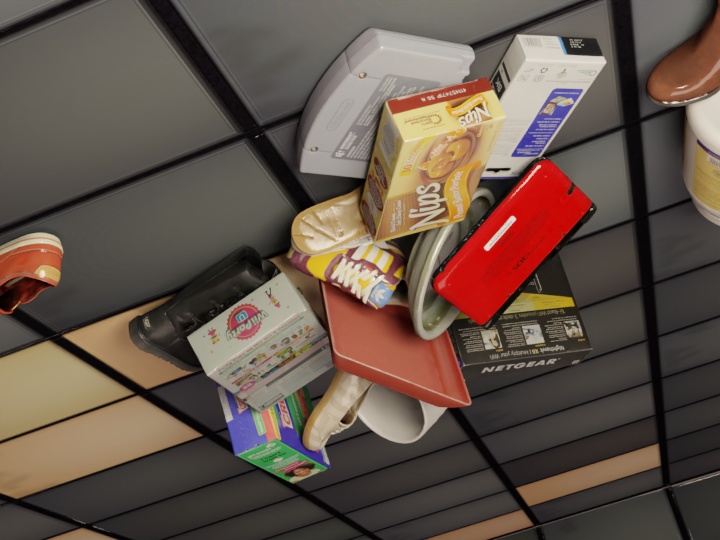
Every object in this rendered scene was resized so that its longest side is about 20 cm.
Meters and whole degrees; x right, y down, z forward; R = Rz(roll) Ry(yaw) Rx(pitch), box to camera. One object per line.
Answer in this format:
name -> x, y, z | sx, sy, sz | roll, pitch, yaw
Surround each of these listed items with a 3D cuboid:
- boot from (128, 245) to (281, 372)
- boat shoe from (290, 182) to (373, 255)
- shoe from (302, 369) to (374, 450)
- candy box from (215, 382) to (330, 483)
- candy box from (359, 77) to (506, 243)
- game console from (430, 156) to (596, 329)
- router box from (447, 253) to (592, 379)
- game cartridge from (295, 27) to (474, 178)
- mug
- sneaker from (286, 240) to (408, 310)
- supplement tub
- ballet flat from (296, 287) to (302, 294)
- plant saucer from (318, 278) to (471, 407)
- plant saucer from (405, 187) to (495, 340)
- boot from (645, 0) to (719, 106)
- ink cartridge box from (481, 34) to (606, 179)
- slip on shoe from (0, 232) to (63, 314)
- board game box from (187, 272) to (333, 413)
boot -> -0.179, 0.053, 1.326 | 0.199, 0.066, 0.164 | -33, 155, 17
boat shoe -> 0.009, -0.067, 1.191 | 0.197, 0.072, 0.069 | -16, 176, -12
shoe -> -0.028, 0.193, 1.415 | 0.070, 0.053, 0.201 | -35, 158, -50
candy box -> -0.134, 0.210, 1.509 | 0.076, 0.171, 0.200 | -26, 151, 12
candy box -> 0.071, -0.111, 1.070 | 0.114, 0.056, 0.201 | -15, 156, -16
game console -> 0.178, -0.043, 1.236 | 0.172, 0.119, 0.200 | 35, 101, -37
router box -> 0.206, 0.062, 1.414 | 0.197, 0.159, 0.052 | -5, 151, -16
game cartridge -> 0.014, -0.167, 1.035 | 0.132, 0.041, 0.200 | -1, 149, -31
mug -> 0.069, 0.150, 1.499 | 0.175, 0.148, 0.200 | -41, -177, -40
sneaker -> 0.000, 0.000, 1.259 | 0.198, 0.091, 0.075 | 8, 129, -43
supplement tub -> 0.445, -0.146, 1.160 | 0.143, 0.147, 0.200 | -18, 153, 7
ballet flat -> -0.138, 0.095, 1.386 | 0.200, 0.046, 0.067 | -44, 174, 27
plant saucer -> 0.032, 0.086, 1.278 | 0.198, 0.201, 0.037 | 23, 117, -23
plant saucer -> 0.103, -0.014, 1.259 | 0.050, 0.202, 0.201 | 24, 163, 23
boot -> 0.354, -0.261, 0.992 | 0.186, 0.069, 0.200 | -23, 150, 16
ink cartridge box -> 0.176, -0.173, 1.099 | 0.098, 0.040, 0.201 | -3, 149, -22
slip on shoe -> -0.420, 0.023, 1.146 | 0.198, 0.062, 0.074 | -23, 153, 19
board game box -> -0.115, 0.099, 1.304 | 0.147, 0.065, 0.200 | -33, 155, -1
